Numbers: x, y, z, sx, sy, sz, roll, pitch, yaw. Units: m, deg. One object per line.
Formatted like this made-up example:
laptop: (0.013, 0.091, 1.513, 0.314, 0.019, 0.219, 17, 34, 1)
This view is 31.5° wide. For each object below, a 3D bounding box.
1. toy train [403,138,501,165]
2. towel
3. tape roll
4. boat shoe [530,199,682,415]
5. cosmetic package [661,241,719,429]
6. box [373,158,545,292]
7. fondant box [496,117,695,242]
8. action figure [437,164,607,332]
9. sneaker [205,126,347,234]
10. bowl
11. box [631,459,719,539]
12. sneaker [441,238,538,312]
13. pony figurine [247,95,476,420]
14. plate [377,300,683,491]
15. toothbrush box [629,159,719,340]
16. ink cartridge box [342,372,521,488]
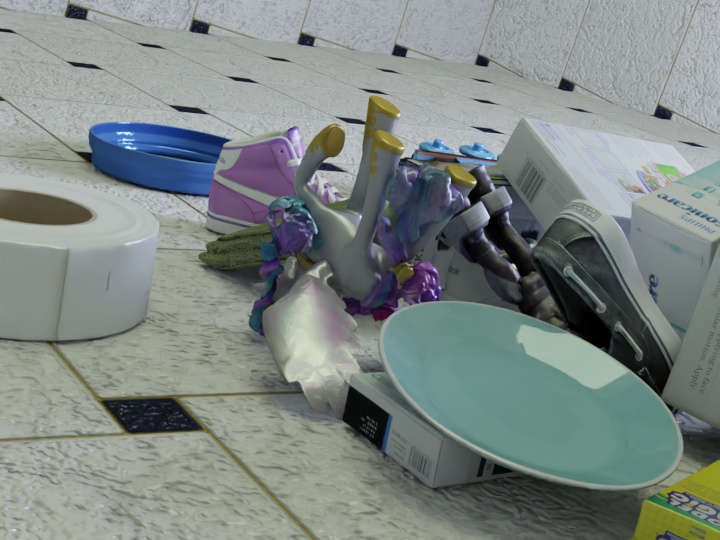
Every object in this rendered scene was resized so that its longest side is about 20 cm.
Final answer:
toy train: (0.145, -0.103, 1.547, 0.199, 0.087, 0.114, 6, 21, -19)
towel: (-0.034, -0.035, 1.095, 0.148, 0.037, 0.199, -21, 6, -37)
tape roll: (-0.251, -0.015, 0.941, 0.201, 0.071, 0.203, 11, 14, -3)
boat shoe: (0.180, 0.044, 0.922, 0.068, 0.200, 0.072, -44, 35, -19)
cosmetic package: (0.355, 0.059, 0.884, 0.164, 0.166, 0.200, 12, 11, -44)
box: (0.100, -0.040, 1.212, 0.199, 0.117, 0.060, 2, 19, -37)
fondant box: (0.244, -0.067, 1.187, 0.199, 0.058, 0.145, 5, 38, -32)
action figure: (0.131, 0.011, 1.007, 0.130, 0.069, 0.200, -27, 76, -34)
sneaker: (-0.046, -0.077, 1.245, 0.199, 0.115, 0.073, 11, 13, -5)
bowl: (-0.211, -0.128, 1.453, 0.199, 0.040, 0.201, 10, 14, -3)
box: (0.234, 0.154, 0.721, 0.117, 0.049, 0.200, 21, 19, 33)
sneaker: (0.164, 0.021, 1.082, 0.199, 0.088, 0.075, 9, 8, -15)
pony figurine: (0.000, 0.000, 0.908, 0.166, 0.201, 0.193, 7, 29, -42)
plate: (0.102, 0.080, 0.790, 0.199, 0.026, 0.200, 15, 25, -7)
toothbrush box: (0.310, -0.011, 1.018, 0.199, 0.147, 0.085, -22, 35, -28)
ink cartridge box: (0.096, 0.097, 0.845, 0.199, 0.039, 0.099, -1, 20, -36)
